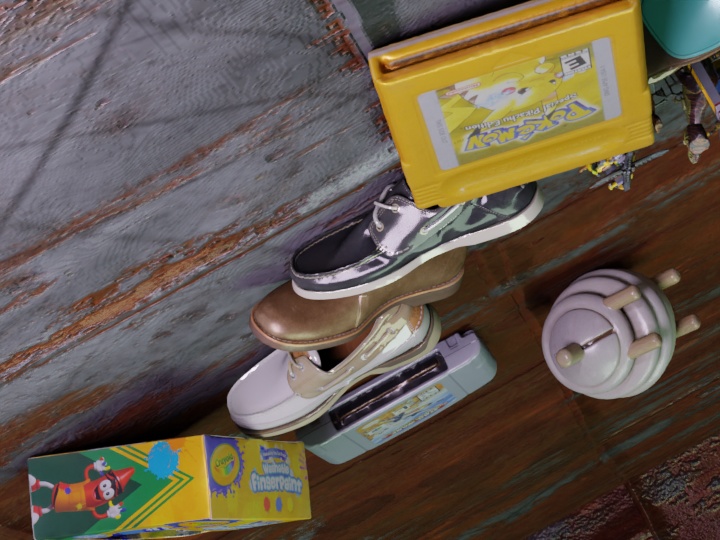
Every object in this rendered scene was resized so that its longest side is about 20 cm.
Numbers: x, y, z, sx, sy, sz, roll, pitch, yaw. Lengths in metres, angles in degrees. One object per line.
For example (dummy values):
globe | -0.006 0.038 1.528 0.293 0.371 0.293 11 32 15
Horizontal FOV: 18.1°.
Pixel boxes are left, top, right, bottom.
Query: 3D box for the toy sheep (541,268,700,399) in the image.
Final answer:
toy sheep | 0.241 0.060 2.173 0.138 0.138 0.200 -38 165 32

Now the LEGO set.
LEGO set | 0.246 -0.110 1.680 0.199 0.116 0.154 -27 164 -4

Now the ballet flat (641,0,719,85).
ballet flat | 0.207 -0.164 1.574 0.200 0.068 0.072 -37 -178 28

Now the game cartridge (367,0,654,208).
game cartridge | 0.105 -0.111 1.500 0.175 0.033 0.200 -17 153 3

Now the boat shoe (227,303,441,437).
boat shoe | -0.034 0.069 1.877 0.199 0.075 0.068 -31 144 16

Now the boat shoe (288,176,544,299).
boat shoe | 0.033 -0.042 1.677 0.199 0.072 0.068 -23 128 8

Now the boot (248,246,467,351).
boot | 0.000 0.000 1.742 0.199 0.074 0.076 -23 145 -31

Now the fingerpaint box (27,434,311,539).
fingerpaint box | -0.157 0.186 1.907 0.166 0.074 0.200 -9 171 21

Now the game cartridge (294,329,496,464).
game cartridge | 0.039 0.127 2.215 0.199 0.042 0.133 -30 160 5

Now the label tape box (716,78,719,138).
label tape box | 0.371 -0.148 1.745 0.199 0.066 0.144 -33 -158 21
